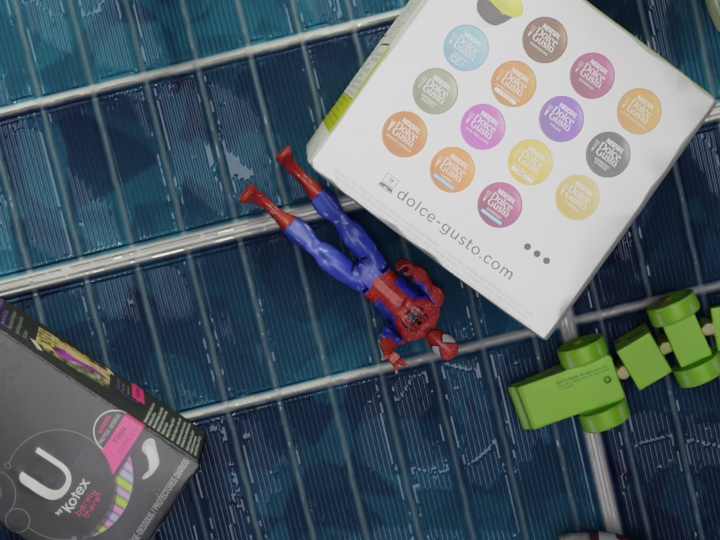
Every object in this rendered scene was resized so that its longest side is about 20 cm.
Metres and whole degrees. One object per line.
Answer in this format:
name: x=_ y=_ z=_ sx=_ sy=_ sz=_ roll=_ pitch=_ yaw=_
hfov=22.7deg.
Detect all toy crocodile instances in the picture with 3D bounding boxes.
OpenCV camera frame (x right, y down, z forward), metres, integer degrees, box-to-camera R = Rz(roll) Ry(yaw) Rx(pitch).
toy crocodile: x=0.208 y=0.067 z=1.351 sx=0.199 sy=0.062 sz=0.068 roll=-25 pitch=97 yaw=6

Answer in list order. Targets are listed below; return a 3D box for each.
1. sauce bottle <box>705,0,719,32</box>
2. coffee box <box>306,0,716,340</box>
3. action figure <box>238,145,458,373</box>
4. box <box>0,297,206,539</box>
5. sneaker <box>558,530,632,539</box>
sauce bottle: x=0.351 y=-0.227 z=1.315 sx=0.198 sy=0.065 sz=0.065 roll=-18 pitch=97 yaw=2
coffee box: x=0.096 y=-0.101 z=1.253 sx=0.199 sy=0.200 sz=0.198 roll=36 pitch=94 yaw=-5
action figure: x=0.000 y=0.000 z=1.318 sx=0.200 sy=0.099 sz=0.065 roll=43 pitch=95 yaw=-8
box: x=-0.227 y=0.125 z=1.319 sx=0.199 sy=0.106 sz=0.123 roll=33 pitch=94 yaw=-4
sneaker: x=0.173 y=0.299 z=1.372 sx=0.089 sy=0.075 sz=0.202 roll=11 pitch=90 yaw=6
